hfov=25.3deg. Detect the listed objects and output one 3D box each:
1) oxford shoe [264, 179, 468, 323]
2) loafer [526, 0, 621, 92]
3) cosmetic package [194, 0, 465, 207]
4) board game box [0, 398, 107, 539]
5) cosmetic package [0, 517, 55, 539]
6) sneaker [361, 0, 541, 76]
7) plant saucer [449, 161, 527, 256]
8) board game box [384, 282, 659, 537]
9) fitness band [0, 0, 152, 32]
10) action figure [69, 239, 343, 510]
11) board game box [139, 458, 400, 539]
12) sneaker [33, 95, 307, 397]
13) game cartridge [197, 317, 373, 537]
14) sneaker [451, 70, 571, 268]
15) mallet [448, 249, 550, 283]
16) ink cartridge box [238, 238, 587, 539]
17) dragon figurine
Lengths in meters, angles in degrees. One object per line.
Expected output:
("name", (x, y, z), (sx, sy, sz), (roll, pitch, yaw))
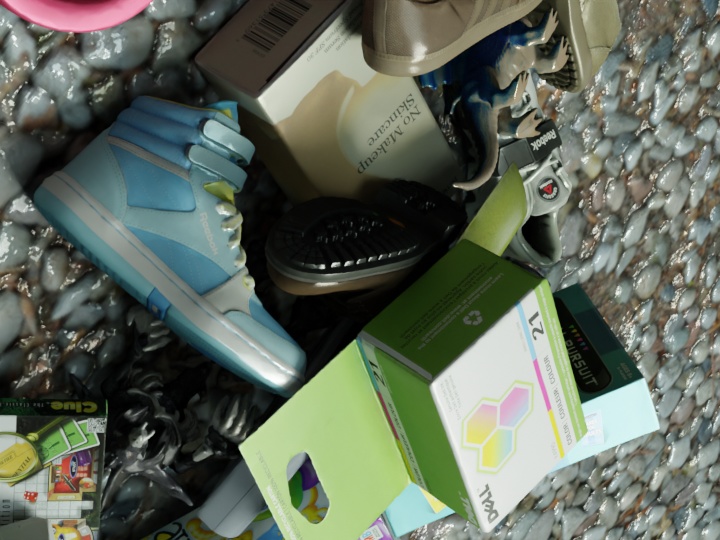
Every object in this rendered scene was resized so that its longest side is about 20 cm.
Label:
("oxford shoe", (0.000, 0.000, 1.006), (0.199, 0.072, 0.085), (-10, 132, -59))
("loafer", (0.141, -0.223, 1.136), (0.067, 0.076, 0.201), (-42, 140, -28))
("cosmetic package", (-0.015, -0.098, 1.062), (0.105, 0.071, 0.200), (-47, 140, -10))
("board game box", (-0.220, 0.168, 1.034), (0.103, 0.024, 0.202), (2, 122, -11))
("cosmetic package", (-0.245, 0.294, 0.991), (0.163, 0.166, 0.202), (-11, 128, -10))
("sneaker", (0.069, -0.193, 1.005), (0.200, 0.070, 0.076), (-47, 146, -44))
("plant saucer", (0.061, 0.015, 1.119), (0.201, 0.031, 0.200), (-56, 177, -4))
("board game box", (0.094, 0.095, 1.156), (0.198, 0.151, 0.047), (-23, 118, -1))
("fitness band", (-0.144, -0.230, 0.875), (0.143, 0.037, 0.202), (8, 109, -44))
("action figure", (-0.110, 0.069, 1.050), (0.200, 0.119, 0.102), (-46, 178, -19))
("board game box", (-0.068, 0.223, 1.143), (0.198, 0.103, 0.105), (-29, 126, 0))
("sneaker", (-0.085, -0.026, 0.977), (0.200, 0.079, 0.131), (41, 77, -10))
("game cartridge", (-0.037, 0.090, 1.100), (0.134, 0.041, 0.200), (-56, 179, 42))
("sneaker", (0.121, -0.088, 1.194), (0.074, 0.088, 0.202), (-34, 134, -21))
("mallet", (0.084, -0.009, 1.251), (0.066, 0.041, 0.200), (-51, 136, -3))
("ink cartridge box", (0.039, 0.104, 0.998), (0.200, 0.075, 0.149), (-42, 135, -22))
("dragon figurine", (0.075, -0.131, 1.077), (0.202, 0.098, 0.059), (-67, 149, -21))
